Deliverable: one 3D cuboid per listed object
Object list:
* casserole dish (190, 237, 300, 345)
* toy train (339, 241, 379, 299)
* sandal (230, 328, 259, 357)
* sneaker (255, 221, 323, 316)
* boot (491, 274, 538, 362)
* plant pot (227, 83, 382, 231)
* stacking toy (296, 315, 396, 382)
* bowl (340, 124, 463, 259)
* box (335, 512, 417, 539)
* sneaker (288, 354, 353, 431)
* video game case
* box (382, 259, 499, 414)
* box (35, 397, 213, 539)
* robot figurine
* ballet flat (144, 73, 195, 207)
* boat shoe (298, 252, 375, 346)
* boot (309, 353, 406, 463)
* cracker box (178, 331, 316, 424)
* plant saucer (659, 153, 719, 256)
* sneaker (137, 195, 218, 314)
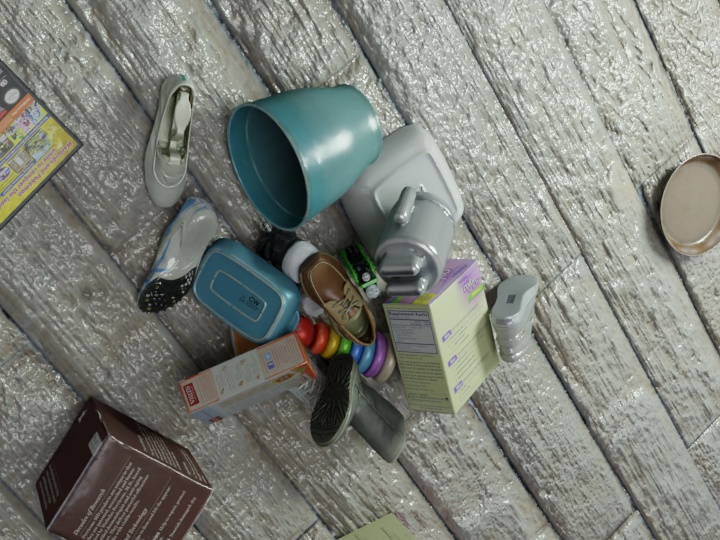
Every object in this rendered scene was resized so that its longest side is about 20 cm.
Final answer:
[{"bbox_3d":[-0.184,0.037,1.531,0.198,0.039,0.123,34,106,11],"label":"casserole dish"},{"bbox_3d":[0.000,0.000,1.584,0.041,0.200,0.057,-23,106,-2],"label":"toy train"},{"bbox_3d":[-0.178,0.065,1.594,0.078,0.059,0.211,-16,108,-21],"label":"sandal"},{"bbox_3d":[-0.105,-0.009,1.603,0.075,0.114,0.201,-41,151,-12],"label":"sneaker"},{"bbox_3d":[0.276,0.086,1.760,0.200,0.072,0.098,-47,132,-57],"label":"boot"},{"bbox_3d":[-0.075,-0.193,1.520,0.186,0.198,0.204,-31,114,-32],"label":"plant pot"},{"bbox_3d":[-0.039,0.126,1.669,0.196,0.085,0.087,17,95,-20],"label":"stacking toy"},{"bbox_3d":[0.080,-0.122,1.664,0.199,0.074,0.202,-36,115,-15],"label":"bowl"},{"bbox_3d":[0.016,0.543,1.728,0.197,0.175,0.099,-20,109,-19],"label":"box"},{"bbox_3d":[-0.075,0.200,1.659,0.200,0.086,0.075,42,85,-25],"label":"sneaker"},{"bbox_3d":[-0.527,-0.174,1.396,0.200,0.025,0.181,-47,116,-9],"label":"video game case"},{"bbox_3d":[0.141,0.110,1.683,0.175,0.095,0.204,-38,121,-47],"label":"box"},{"bbox_3d":[-0.362,0.333,1.510,0.199,0.165,0.166,34,88,-27],"label":"box"},{"bbox_3d":[0.087,-0.046,1.554,0.202,0.110,0.172,-66,150,-46],"label":"robot figurine"},{"bbox_3d":[-0.283,-0.193,1.482,0.068,0.069,0.205,6,100,-25],"label":"ballet flat"},{"bbox_3d":[-0.026,0.049,1.558,0.076,0.074,0.201,-46,136,-9],"label":"boat shoe"},{"bbox_3d":[0.001,0.260,1.636,0.202,0.071,0.184,60,39,-39],"label":"boot"},{"bbox_3d":[-0.174,0.172,1.551,0.197,0.134,0.059,-24,74,-3],"label":"cracker box"},{"bbox_3d":[0.664,-0.131,1.956,0.196,0.032,0.205,-6,104,-25],"label":"plant saucer"},{"bbox_3d":[-0.286,-0.022,1.527,0.071,0.073,0.202,23,106,-38],"label":"sneaker"}]
